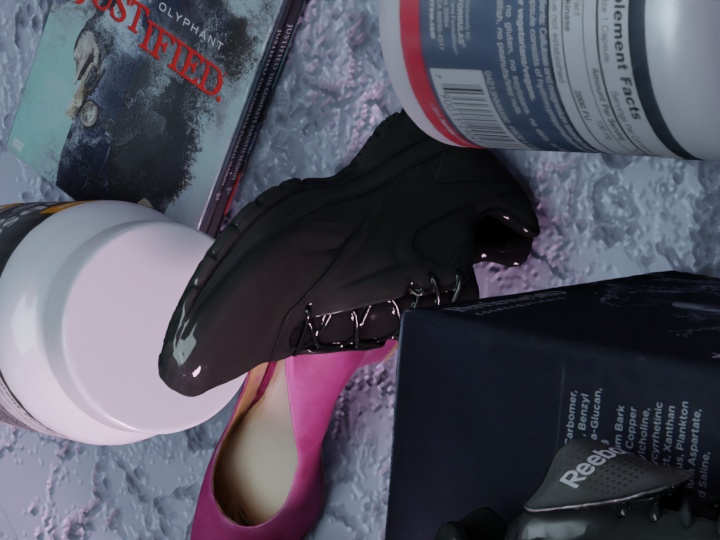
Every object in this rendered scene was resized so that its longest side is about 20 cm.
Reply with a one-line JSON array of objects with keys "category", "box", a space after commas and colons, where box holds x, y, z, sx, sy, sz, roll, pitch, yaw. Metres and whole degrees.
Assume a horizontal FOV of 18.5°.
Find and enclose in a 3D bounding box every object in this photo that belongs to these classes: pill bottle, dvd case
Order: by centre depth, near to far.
[{"category": "pill bottle", "box": [0.119, -0.104, 0.883, 0.200, 0.120, 0.120, 6, 99, 37]}, {"category": "pill bottle", "box": [-0.132, 0.023, 1.057, 0.200, 0.116, 0.117, 1, 96, 62]}, {"category": "dvd case", "box": [-0.101, -0.116, 1.117, 0.146, 0.022, 0.200, 37, 115, 30]}]

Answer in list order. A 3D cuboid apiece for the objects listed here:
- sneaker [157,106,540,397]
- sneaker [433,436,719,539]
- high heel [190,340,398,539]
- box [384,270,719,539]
[{"category": "sneaker", "box": [0.000, 0.000, 0.949, 0.091, 0.200, 0.076, 45, 149, 15]}, {"category": "sneaker", "box": [0.095, 0.093, 0.705, 0.200, 0.066, 0.091, -21, 83, 40]}, {"category": "high heel", "box": [-0.050, 0.081, 1.051, 0.067, 0.096, 0.200, 51, 122, 22]}, {"category": "box", "box": [0.146, 0.074, 0.831, 0.200, 0.197, 0.118, 9, 100, 37]}]
